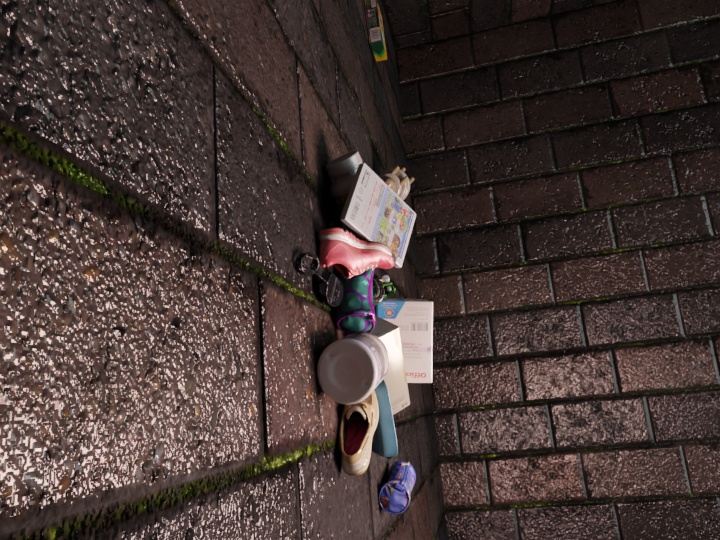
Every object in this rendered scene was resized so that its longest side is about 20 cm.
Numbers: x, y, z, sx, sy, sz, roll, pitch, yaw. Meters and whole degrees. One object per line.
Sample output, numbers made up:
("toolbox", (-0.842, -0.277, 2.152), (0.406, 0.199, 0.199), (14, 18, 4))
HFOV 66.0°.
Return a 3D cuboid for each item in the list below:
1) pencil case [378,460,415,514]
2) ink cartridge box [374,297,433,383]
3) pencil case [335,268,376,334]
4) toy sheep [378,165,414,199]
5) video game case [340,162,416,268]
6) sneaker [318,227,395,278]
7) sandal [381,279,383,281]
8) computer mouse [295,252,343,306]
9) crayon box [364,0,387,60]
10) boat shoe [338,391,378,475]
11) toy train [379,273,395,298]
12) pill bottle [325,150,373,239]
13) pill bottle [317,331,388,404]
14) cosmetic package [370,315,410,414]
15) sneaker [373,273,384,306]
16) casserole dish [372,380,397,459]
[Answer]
("pencil case", (0.100, 0.556, 1.436), (0.200, 0.077, 0.088), (12, 99, -79))
("ink cartridge box", (0.105, 0.176, 1.424), (0.145, 0.144, 0.205), (160, -68, -89))
("pencil case", (-0.005, 0.041, 1.204), (0.086, 0.091, 0.203), (54, 28, -41))
("toy sheep", (0.119, -0.302, 1.976), (0.199, 0.135, 0.141), (-10, 92, -68))
("video game case", (0.045, -0.118, 1.219), (0.199, 0.018, 0.146), (38, 59, -37))
("sneaker", (-0.011, -0.021, 1.150), (0.197, 0.073, 0.089), (18, 73, -36))
("sandal", (0.025, 0.018, 1.434), (0.078, 0.068, 0.217), (48, 36, -71))
("computer mouse", (-0.079, 0.017, 1.024), (0.200, 0.033, 0.060), (52, 48, -60))
("crayon box", (0.068, -1.040, 2.392), (0.172, 0.057, 0.205), (22, 61, -77))
("boat shoe", (-0.004, 0.295, 1.096), (0.202, 0.072, 0.070), (-85, 169, -45))
("toy train", (0.059, 0.047, 1.538), (0.200, 0.041, 0.058), (132, -53, -79))
("pill bottle", (-0.003, -0.163, 1.267), (0.113, 0.111, 0.203), (-72, 140, -65))
("pill bottle", (-0.006, 0.179, 1.062), (0.200, 0.111, 0.117), (6, 76, -79))
("cosmetic package", (0.047, 0.217, 1.268), (0.104, 0.070, 0.204), (21, -54, 52))
("sneaker", (0.000, 0.000, 1.349), (0.091, 0.074, 0.204), (117, -35, -64))
("casserole dish", (0.030, 0.320, 1.221), (0.121, 0.038, 0.205), (-3, -84, 64))
